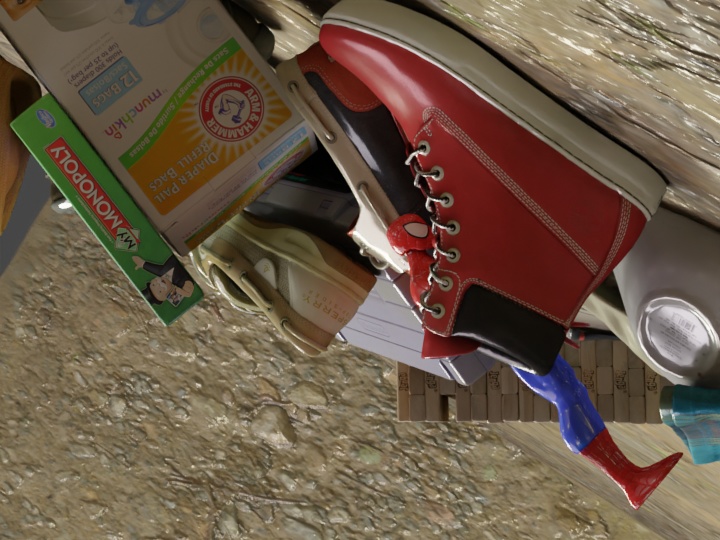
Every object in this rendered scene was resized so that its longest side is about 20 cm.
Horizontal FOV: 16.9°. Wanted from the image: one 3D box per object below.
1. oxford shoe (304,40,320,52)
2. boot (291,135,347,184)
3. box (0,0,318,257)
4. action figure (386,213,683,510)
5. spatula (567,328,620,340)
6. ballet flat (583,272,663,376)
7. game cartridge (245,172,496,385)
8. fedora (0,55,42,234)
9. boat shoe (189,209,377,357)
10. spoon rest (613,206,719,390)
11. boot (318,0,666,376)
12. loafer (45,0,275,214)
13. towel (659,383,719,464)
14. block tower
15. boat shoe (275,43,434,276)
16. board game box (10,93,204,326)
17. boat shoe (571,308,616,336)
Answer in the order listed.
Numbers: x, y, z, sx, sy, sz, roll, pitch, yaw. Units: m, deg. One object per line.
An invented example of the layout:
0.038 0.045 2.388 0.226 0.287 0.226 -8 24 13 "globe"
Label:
0.036 -0.067 1.429 0.200 0.071 0.074 39 -179 -20 "oxford shoe"
-0.056 -0.096 1.653 0.168 0.076 0.201 49 162 35 "boot"
-0.127 -0.122 1.419 0.200 0.112 0.101 52 177 7 "box"
0.090 0.042 1.301 0.200 0.052 0.065 41 -166 8 "action figure"
0.121 0.034 1.583 0.198 0.021 0.057 5 139 1 "spatula"
0.144 -0.007 1.391 0.200 0.070 0.069 34 175 -23 "ballet flat"
0.000 0.000 1.498 0.130 0.038 0.200 58 164 -19 "game cartridge"
-0.233 -0.078 1.408 0.081 0.202 0.201 11 173 3 "fedora"
-0.060 0.006 1.471 0.073 0.063 0.200 34 172 -31 "boat shoe"
0.148 -0.004 1.310 0.200 0.061 0.100 35 135 15 "spoon rest"
0.038 -0.039 1.248 0.199 0.145 0.072 35 175 3 "boot"
-0.137 -0.110 1.529 0.075 0.200 0.070 -18 114 50 "loafer"
0.264 0.095 1.300 0.199 0.022 0.147 7 167 16 "towel"
0.122 0.071 1.551 0.198 0.058 0.054 -2 177 8 "block tower"
0.018 -0.040 1.356 0.071 0.062 0.201 -102 -12 -70 "boat shoe"
-0.138 -0.030 1.363 0.135 0.029 0.200 51 176 -1 "board game box"
0.123 -0.002 1.519 0.199 0.063 0.073 16 169 -21 "boat shoe"
